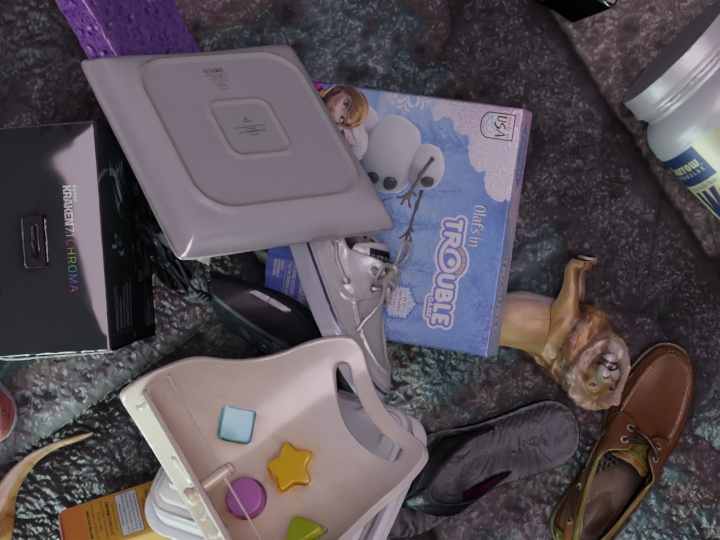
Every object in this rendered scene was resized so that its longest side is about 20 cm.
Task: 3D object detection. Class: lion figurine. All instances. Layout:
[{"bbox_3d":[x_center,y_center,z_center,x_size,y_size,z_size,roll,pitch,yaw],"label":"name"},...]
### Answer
[{"bbox_3d":[0.133,0.040,1.611,0.198,0.072,0.124,13,98,9],"label":"lion figurine"}]

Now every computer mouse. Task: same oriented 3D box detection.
[{"bbox_3d":[-0.091,0.015,1.520,0.199,0.141,0.046,33,73,23],"label":"computer mouse"}]

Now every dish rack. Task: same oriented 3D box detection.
[{"bbox_3d":[-0.062,0.154,1.532,0.198,0.044,0.172,15,57,19],"label":"dish rack"}]

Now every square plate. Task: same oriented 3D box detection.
[{"bbox_3d":[-0.091,-0.102,1.479,0.199,0.029,0.199,-8,57,-35],"label":"square plate"}]

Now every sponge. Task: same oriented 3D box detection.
[{"bbox_3d":[-0.161,-0.152,1.551,0.030,0.111,0.201,-27,94,32],"label":"sponge"}]

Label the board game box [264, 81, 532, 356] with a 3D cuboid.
[{"bbox_3d":[0.028,-0.044,1.569,0.197,0.043,0.202,8,92,15],"label":"board game box"}]

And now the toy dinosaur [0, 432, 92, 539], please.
[{"bbox_3d":[-0.307,0.209,1.583,0.106,0.060,0.202,15,96,-30],"label":"toy dinosaur"}]

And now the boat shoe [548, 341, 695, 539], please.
[{"bbox_3d":[0.230,0.155,1.615,0.072,0.068,0.201,26,88,-4],"label":"boat shoe"}]

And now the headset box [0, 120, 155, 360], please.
[{"bbox_3d":[-0.225,-0.025,1.496,0.092,0.200,0.176,-4,93,4],"label":"headset box"}]

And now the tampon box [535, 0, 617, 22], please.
[{"bbox_3d":[0.182,-0.324,1.555,0.126,0.150,0.201,28,89,-6],"label":"tampon box"}]

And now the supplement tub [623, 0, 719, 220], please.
[{"bbox_3d":[0.328,-0.112,1.578,0.200,0.145,0.145,44,88,-5],"label":"supplement tub"}]

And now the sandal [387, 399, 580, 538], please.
[{"bbox_3d":[0.091,0.163,1.612,0.199,0.048,0.076,-25,94,-5],"label":"sandal"}]

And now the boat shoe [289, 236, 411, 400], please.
[{"bbox_3d":[0.001,0.000,1.522,0.086,0.075,0.203,-24,73,13],"label":"boat shoe"}]

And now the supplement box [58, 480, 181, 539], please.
[{"bbox_3d":[-0.142,0.209,1.575,0.198,0.069,0.067,-19,125,-6],"label":"supplement box"}]

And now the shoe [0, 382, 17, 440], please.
[{"bbox_3d":[-0.363,0.072,1.546,0.200,0.091,0.072,39,88,-5],"label":"shoe"}]

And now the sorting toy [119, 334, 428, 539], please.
[{"bbox_3d":[-0.051,0.140,1.443,0.179,0.107,0.201,-31,66,-5],"label":"sorting toy"}]
